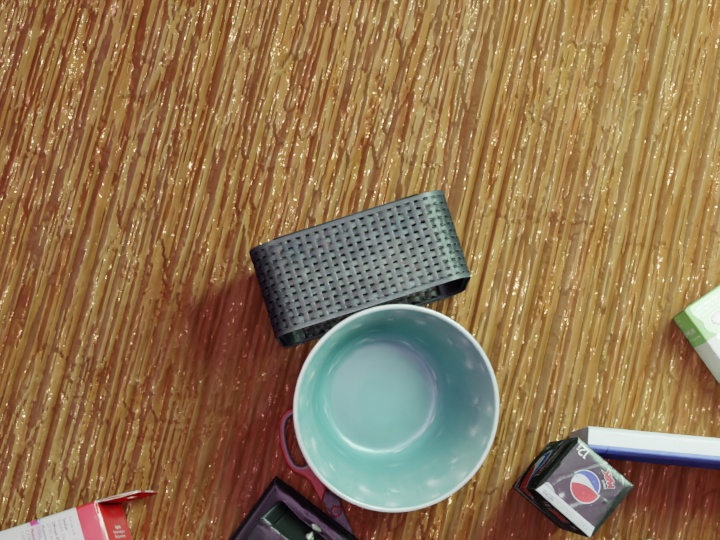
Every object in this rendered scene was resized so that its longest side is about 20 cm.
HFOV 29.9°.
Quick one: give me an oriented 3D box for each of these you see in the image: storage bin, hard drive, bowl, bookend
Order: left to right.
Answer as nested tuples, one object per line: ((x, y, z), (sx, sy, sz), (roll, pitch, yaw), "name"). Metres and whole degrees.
((-0.047, 0.304, 1.268), (0.200, 0.199, 0.092), (37, 96, 7), "bookend")
((0.000, 0.000, 1.349), (0.199, 0.135, 0.094), (-18, 81, -2), "storage bin")
((0.028, 0.130, 1.334), (0.200, 0.105, 0.201), (0, 92, -8), "bowl")
((0.312, 0.176, 1.320), (0.199, 0.132, 0.025), (5, 81, 2), "hard drive")

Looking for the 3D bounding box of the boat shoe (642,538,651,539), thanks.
((0.212, 0.333, 1.329), (0.200, 0.070, 0.072), (-23, 78, -5), "boat shoe")

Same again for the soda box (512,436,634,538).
((0.198, 0.205, 1.283), (0.071, 0.200, 0.063), (41, 84, 6), "soda box")

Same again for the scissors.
((-0.035, 0.236, 1.379), (0.073, 0.014, 0.201), (-10, 82, -3), "scissors")

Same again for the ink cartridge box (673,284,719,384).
((0.424, 0.094, 1.363), (0.117, 0.067, 0.200), (-33, 81, -4), "ink cartridge box")

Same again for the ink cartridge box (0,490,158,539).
((-0.294, 0.274, 1.323), (0.199, 0.116, 0.067), (-17, 81, -1), "ink cartridge box")
